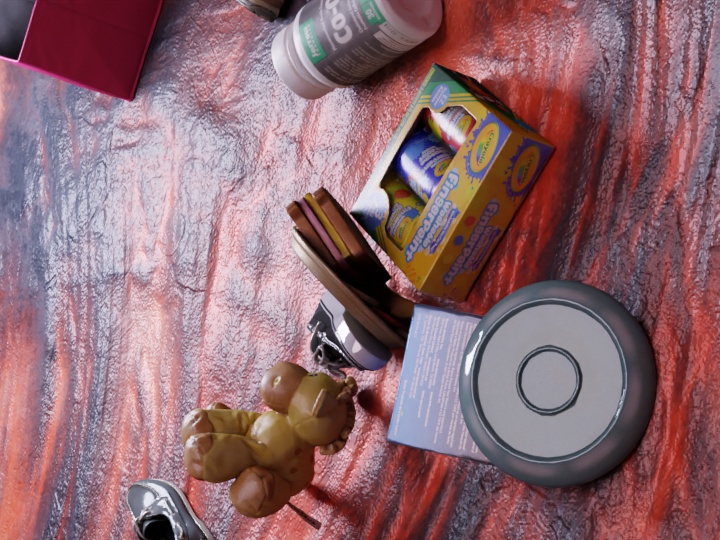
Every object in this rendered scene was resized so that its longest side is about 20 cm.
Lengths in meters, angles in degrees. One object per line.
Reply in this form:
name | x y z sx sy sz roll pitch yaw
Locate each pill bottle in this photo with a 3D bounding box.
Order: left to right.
pill bottle | -0.008 -0.285 1.845 0.199 0.112 0.114 -28 58 41

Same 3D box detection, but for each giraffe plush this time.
giraffe plush | -0.082 0.177 1.744 0.163 0.199 0.173 -54 19 15

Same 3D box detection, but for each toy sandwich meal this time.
toy sandwich meal | 0.000 0.000 1.704 0.070 0.205 0.205 -45 45 3

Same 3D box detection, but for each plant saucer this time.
plant saucer | 0.184 0.107 1.502 0.198 0.027 0.202 -4 79 23

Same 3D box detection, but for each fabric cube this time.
fabric cube | -0.435 -0.384 2.307 0.196 0.198 0.202 21 94 51

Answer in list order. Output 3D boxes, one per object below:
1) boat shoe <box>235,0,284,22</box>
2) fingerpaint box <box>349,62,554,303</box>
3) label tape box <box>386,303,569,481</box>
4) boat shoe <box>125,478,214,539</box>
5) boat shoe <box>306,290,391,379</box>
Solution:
boat shoe | -0.156 -0.406 2.095 0.200 0.075 0.074 43 106 38
fingerpaint box | 0.094 -0.096 1.696 0.201 0.073 0.167 -60 42 18
label tape box | 0.139 0.123 1.568 0.198 0.063 0.146 10 85 25
boat shoe | -0.254 0.318 1.977 0.200 0.061 0.073 34 104 49
boat shoe | -0.023 0.079 1.722 0.068 0.073 0.199 -51 24 5
